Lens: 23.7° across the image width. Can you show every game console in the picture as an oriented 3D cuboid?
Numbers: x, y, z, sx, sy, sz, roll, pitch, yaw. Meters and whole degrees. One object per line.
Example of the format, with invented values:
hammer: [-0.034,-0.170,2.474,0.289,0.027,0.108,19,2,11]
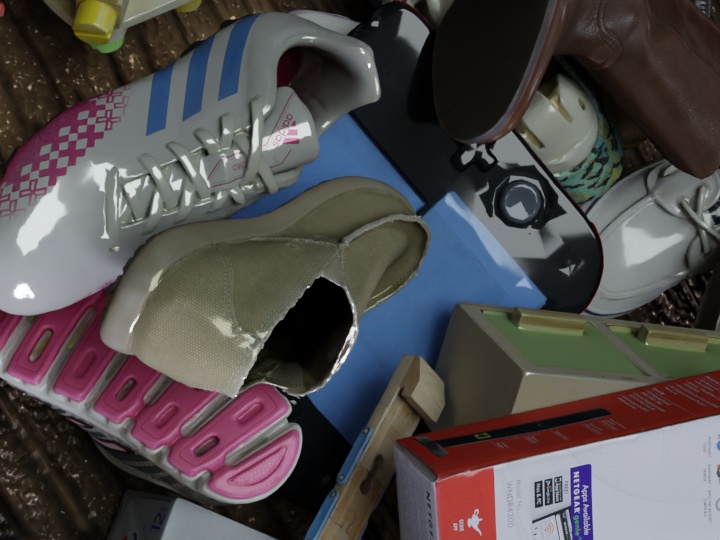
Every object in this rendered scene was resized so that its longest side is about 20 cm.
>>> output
game console: [0.000,0.000,0.817,0.200,0.031,0.177,-42,108,-1]

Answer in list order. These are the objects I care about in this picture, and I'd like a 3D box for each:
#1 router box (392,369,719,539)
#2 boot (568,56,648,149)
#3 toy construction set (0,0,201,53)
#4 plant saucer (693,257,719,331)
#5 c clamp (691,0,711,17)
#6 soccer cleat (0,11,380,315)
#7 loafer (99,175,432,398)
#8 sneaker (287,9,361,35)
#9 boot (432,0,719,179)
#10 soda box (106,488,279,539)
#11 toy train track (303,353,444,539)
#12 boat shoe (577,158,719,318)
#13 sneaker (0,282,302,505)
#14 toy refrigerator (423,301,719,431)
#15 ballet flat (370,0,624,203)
router box: [0.111,0.156,0.759,0.179,0.049,0.201,-11,107,-18]
boot: [0.104,-0.141,0.912,0.200,0.075,0.074,44,64,-21]
toy construction set: [-0.163,-0.108,0.727,0.131,0.092,0.200,35,51,4]
plant saucer: [0.243,0.034,0.965,0.200,0.032,0.201,-19,118,-41]
c clamp: [0.215,-0.173,0.987,0.170,0.027,0.201,12,64,-22]
soccer cleat: [-0.071,-0.049,0.711,0.200,0.086,0.070,-44,132,-34]
loafer: [-0.026,0.014,0.715,0.068,0.076,0.200,42,31,19]
sneaker: [0.023,-0.045,0.853,0.200,0.075,0.100,44,67,-19]
boot: [0.126,-0.089,0.842,0.200,0.064,0.187,42,54,-37]
soda box: [-0.027,0.170,0.808,0.199,0.063,0.069,27,75,-25]
toy train track: [-0.008,0.127,0.748,0.115,0.032,0.201,48,60,-39]
boat shoe: [0.188,-0.031,0.954,0.199,0.066,0.072,-25,98,-30]
sneaker: [-0.115,0.042,0.759,0.200,0.088,0.074,34,69,7]
toy refrigerator: [0.139,0.065,0.820,0.199,0.076,0.070,7,111,-25]
ballet flat: [0.071,-0.099,0.874,0.200,0.074,0.074,43,66,-22]
